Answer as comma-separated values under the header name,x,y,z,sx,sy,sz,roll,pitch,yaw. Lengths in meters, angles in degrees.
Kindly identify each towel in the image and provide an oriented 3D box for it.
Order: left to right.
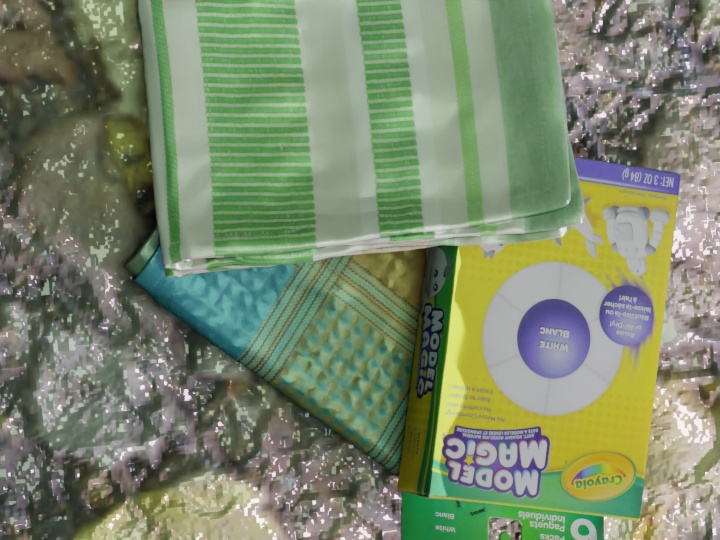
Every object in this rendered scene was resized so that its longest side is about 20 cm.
name,x,y,z,sx,sy,sz,roll,pitch,yaw
towel,-0.002,-0.079,1.310,0.200,0.023,0.153,-7,76,-1
towel,0.000,0.000,1.354,0.200,0.022,0.147,38,79,-16

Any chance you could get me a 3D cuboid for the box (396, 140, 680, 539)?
name,x,y,z,sx,sy,sz,roll,pitch,yaw
box,0.085,0.043,1.350,0.117,0.048,0.200,7,89,-19
